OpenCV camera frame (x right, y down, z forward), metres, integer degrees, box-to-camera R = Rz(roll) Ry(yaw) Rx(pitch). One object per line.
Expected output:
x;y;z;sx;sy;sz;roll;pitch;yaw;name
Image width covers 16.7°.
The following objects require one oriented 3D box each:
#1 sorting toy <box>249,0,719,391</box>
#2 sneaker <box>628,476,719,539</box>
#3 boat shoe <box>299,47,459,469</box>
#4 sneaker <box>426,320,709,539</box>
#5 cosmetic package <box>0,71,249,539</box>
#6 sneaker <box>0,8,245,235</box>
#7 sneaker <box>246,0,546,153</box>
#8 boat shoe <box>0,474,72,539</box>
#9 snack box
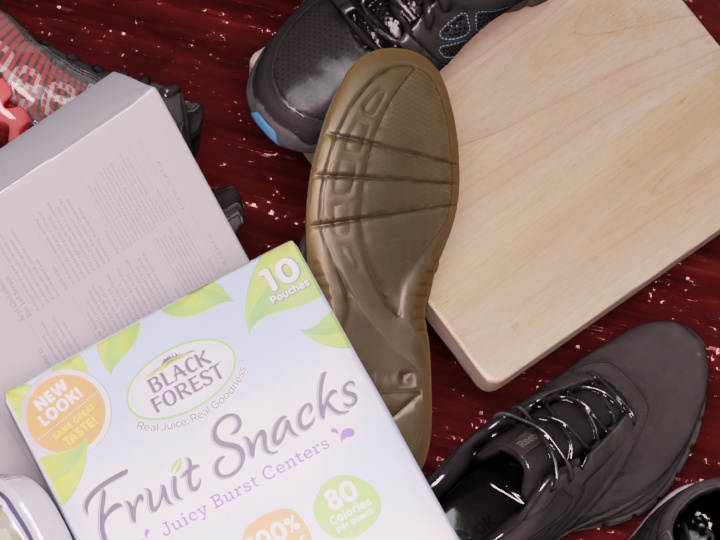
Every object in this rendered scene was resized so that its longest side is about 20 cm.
0.079;-0.065;1.211;0.200;0.070;0.199;-33;78;-16;sorting toy
0.127;0.171;1.118;0.071;0.099;0.200;34;72;5;sneaker
0.001;0.001;1.117;0.071;0.066;0.202;2;90;-17;boat shoe
0.092;0.089;1.145;0.200;0.091;0.076;-41;67;-19;sneaker
-0.117;0.035;1.106;0.151;0.052;0.201;-37;118;-18;cosmetic package
-0.132;-0.069;1.189;0.098;0.071;0.201;-39;81;-17;sneaker
0.028;-0.133;1.149;0.200;0.082;0.073;-39;81;-16;sneaker
-0.130;0.183;1.008;0.062;0.072;0.201;-22;85;-44;boat shoe
-0.042;0.110;1.033;0.142;0.053;0.201;-27;78;-7;snack box
